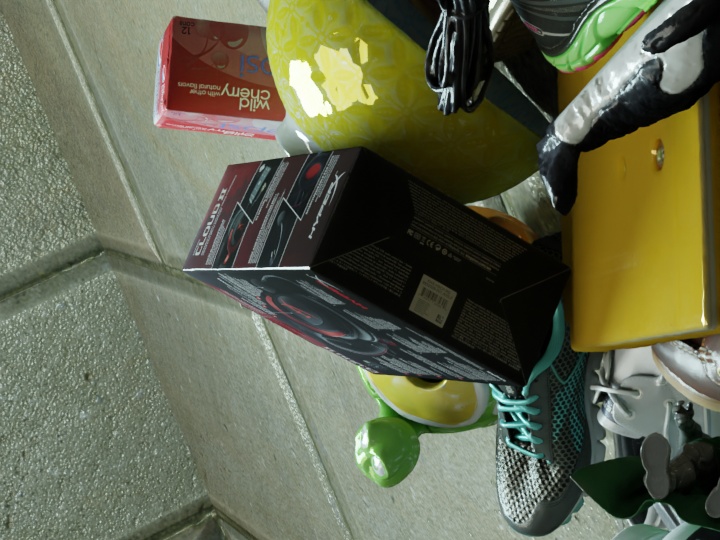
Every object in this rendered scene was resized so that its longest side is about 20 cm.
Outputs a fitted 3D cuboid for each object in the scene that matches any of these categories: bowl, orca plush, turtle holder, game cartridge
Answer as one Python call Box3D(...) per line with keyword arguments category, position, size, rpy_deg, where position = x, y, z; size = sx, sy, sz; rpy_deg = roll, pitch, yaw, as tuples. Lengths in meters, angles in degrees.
Box3D(category="bowl", position=(0.012, -0.098, 1.202), size=(0.200, 0.108, 0.200), rpy_deg=(38, -168, -9))
Box3D(category="orca plush", position=(0.157, -0.090, 0.889), size=(0.071, 0.200, 0.105), rpy_deg=(41, -154, -1))
Box3D(category="turtle holder", position=(0.050, 0.038, 1.310), size=(0.142, 0.185, 0.132), rpy_deg=(57, 171, 7))
Box3D(category="game cartridge", position=(0.147, -0.051, 1.029), size=(0.200, 0.032, 0.178), rpy_deg=(158, 111, -77))

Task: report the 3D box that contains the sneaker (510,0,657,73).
Box3D(category="sneaker", position=(0.115, -0.162, 0.915), size=(0.084, 0.077, 0.200), rpy_deg=(41, 146, -1))

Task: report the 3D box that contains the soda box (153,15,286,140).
Box3D(category="soda box", position=(-0.034, -0.119, 1.329), size=(0.070, 0.198, 0.064), rpy_deg=(155, 119, -76))

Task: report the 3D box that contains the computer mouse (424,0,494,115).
Box3D(category="computer mouse", position=(0.039, -0.188, 1.005), size=(0.139, 0.052, 0.201), rpy_deg=(88, 168, -53))

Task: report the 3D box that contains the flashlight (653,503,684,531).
Box3D(category="flashlight", position=(0.243, 0.193, 1.134), size=(0.201, 0.068, 0.068), rpy_deg=(59, 165, 24))

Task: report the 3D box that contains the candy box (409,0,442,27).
Box3D(category="candy box", position=(0.027, -0.234, 1.224), size=(0.200, 0.056, 0.117), rpy_deg=(53, 162, 43))

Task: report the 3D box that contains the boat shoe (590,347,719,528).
Box3D(category="boat shoe", position=(0.170, 0.074, 1.192), size=(0.072, 0.068, 0.201), rpy_deg=(50, 159, 44))

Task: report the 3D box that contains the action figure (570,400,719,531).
Box3D(category="action figure", position=(0.192, 0.104, 1.054), size=(0.117, 0.055, 0.200), rpy_deg=(18, -175, 20))

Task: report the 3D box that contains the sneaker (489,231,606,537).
Box3D(category="sneaker", position=(0.103, 0.066, 1.215), size=(0.077, 0.091, 0.202), rpy_deg=(17, 106, 38))

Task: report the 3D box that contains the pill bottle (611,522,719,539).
Box3D(category="pill bottle", position=(0.215, 0.193, 1.040), size=(0.199, 0.112, 0.113), rpy_deg=(15, 132, 44))

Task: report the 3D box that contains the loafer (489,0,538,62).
Box3D(category="loafer", position=(0.093, -0.182, 1.056), size=(0.069, 0.075, 0.200), rpy_deg=(61, 155, 20))

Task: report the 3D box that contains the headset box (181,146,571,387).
Box3D(category="headset box", position=(0.000, 0.000, 1.149), size=(0.148, 0.075, 0.200), rpy_deg=(29, 167, -23))

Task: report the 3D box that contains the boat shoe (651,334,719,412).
Box3D(category="boat shoe", position=(0.211, 0.040, 1.004), size=(0.200, 0.070, 0.071), rpy_deg=(30, 150, 52))

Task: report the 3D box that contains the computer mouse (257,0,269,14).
Box3D(category="computer mouse", position=(-0.057, -0.236, 1.306), size=(0.110, 0.043, 0.201), rpy_deg=(64, -161, -61))
